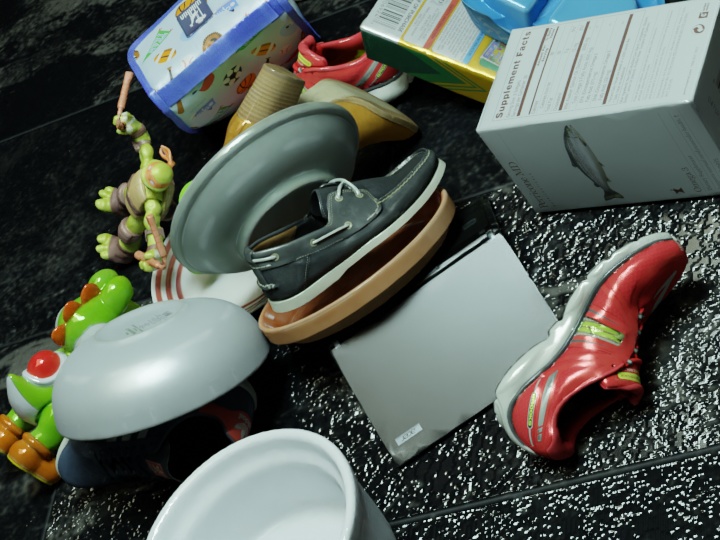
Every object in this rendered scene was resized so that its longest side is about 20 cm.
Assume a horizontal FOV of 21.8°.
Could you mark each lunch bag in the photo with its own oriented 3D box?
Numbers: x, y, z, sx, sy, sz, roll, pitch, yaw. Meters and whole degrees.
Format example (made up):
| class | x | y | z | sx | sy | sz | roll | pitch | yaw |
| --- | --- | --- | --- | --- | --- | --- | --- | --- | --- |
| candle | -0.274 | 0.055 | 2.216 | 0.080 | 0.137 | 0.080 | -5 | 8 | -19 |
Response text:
| class | x | y | z | sx | sy | sz | roll | pitch | yaw |
| --- | --- | --- | --- | --- | --- | --- | --- | --- | --- |
| lunch bag | -0.137 | -0.225 | 1.860 | 0.170 | 0.124 | 0.200 | -40 | 7 | 6 |

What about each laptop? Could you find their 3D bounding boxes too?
| class | x | y | z | sx | sy | sz | roll | pitch | yaw |
| --- | --- | --- | --- | --- | --- | --- | --- | --- | --- |
| laptop | 0.070 | 0.045 | 1.580 | 0.177 | 0.103 | 0.200 | -35 | 13 | 7 |

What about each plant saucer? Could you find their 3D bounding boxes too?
| class | x | y | z | sx | sy | sz | roll | pitch | yaw |
| --- | --- | --- | --- | --- | --- | --- | --- | --- | --- |
| plant saucer | -0.072 | -0.058 | 1.634 | 0.200 | 0.200 | 0.050 | -40 | 65 | 1 |
| plant saucer | 0.000 | 0.000 | 1.614 | 0.200 | 0.032 | 0.200 | -33 | 14 | 10 |

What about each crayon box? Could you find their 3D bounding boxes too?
| class | x | y | z | sx | sy | sz | roll | pitch | yaw |
| --- | --- | --- | --- | --- | --- | --- | --- | --- | --- |
| crayon box | 0.117 | -0.223 | 1.718 | 0.199 | 0.052 | 0.126 | 23 | 67 | 20 |

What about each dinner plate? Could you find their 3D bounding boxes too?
| class | x | y | z | sx | sy | sz | roll | pitch | yaw |
| --- | --- | --- | --- | --- | --- | --- | --- | --- | --- |
| dinner plate | -0.114 | -0.020 | 1.783 | 0.199 | 0.024 | 0.201 | -23 | 41 | 22 |

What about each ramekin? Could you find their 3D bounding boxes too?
| class | x | y | z | sx | sy | sz | roll | pitch | yaw |
| --- | --- | --- | --- | --- | --- | --- | --- | --- | --- |
| ramekin | -0.065 | 0.232 | 1.443 | 0.200 | 0.098 | 0.201 | -23 | 42 | 22 |

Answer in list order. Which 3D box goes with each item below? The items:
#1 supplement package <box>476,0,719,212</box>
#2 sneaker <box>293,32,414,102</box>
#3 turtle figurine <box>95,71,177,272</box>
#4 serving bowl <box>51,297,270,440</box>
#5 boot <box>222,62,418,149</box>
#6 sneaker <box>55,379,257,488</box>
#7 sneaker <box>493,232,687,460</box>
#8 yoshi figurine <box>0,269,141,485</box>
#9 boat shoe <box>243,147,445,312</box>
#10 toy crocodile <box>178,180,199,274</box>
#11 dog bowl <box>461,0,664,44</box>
| class | x | y | z | sx | sy | sz | roll | pitch | yaw |
| --- | --- | --- | --- | --- | --- | --- | --- | --- | --- |
| supplement package | 0.218 | -0.134 | 1.539 | 0.199 | 0.117 | 0.118 | -5 | 51 | 37 |
| sneaker | -0.045 | -0.187 | 1.822 | 0.199 | 0.085 | 0.077 | -27 | 39 | 16 |
| turtle figurine | -0.215 | -0.081 | 1.829 | 0.161 | 0.064 | 0.201 | -39 | 62 | 59 |
| serving bowl | -0.181 | 0.073 | 1.622 | 0.199 | 0.066 | 0.200 | -18 | 15 | 5 |
| boot | -0.048 | -0.104 | 1.725 | 0.071 | 0.201 | 0.145 | 39 | 110 | 45 |
| sneaker | -0.183 | 0.157 | 1.630 | 0.199 | 0.075 | 0.085 | -25 | 36 | 18 |
| sneaker | 0.192 | 0.063 | 1.424 | 0.200 | 0.077 | 0.085 | -51 | 50 | -2 |
| yoshi figurine | -0.259 | 0.099 | 1.757 | 0.201 | 0.112 | 0.112 | -60 | 0 | -2 |
| boat shoe | -0.010 | -0.048 | 1.594 | 0.200 | 0.068 | 0.072 | -38 | 16 | -16 |
| toy crocodile | -0.109 | -0.085 | 1.764 | 0.200 | 0.062 | 0.067 | -53 | 39 | -9 |
| dog bowl | 0.175 | -0.237 | 1.660 | 0.199 | 0.050 | 0.112 | 28 | 69 | 21 |
